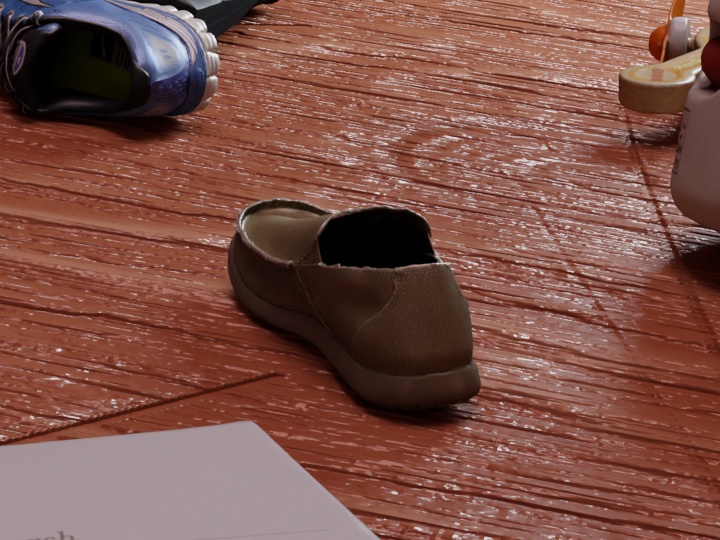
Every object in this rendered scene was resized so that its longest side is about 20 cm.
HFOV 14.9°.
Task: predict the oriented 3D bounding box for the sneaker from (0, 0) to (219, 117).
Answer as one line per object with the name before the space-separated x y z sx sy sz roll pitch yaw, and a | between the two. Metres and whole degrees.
sneaker | -0.182 -0.135 1.571 0.199 0.079 0.089 16 18 27

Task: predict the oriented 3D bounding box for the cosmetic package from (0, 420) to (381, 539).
cosmetic package | -0.063 0.150 0.605 0.165 0.168 0.200 -4 20 -26

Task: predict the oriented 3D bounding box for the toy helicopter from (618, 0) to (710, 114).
toy helicopter | 0.218 -0.131 1.700 0.132 0.079 0.200 19 26 36

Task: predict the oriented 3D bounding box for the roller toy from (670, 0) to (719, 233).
roller toy | 0.253 -0.067 1.412 0.182 0.141 0.199 3 13 -45

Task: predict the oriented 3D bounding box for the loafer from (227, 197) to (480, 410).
loafer | 0.000 0.000 1.239 0.076 0.068 0.200 -4 21 -28

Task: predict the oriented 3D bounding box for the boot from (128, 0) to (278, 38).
boot | -0.148 -0.191 1.788 0.164 0.066 0.200 10 23 17
